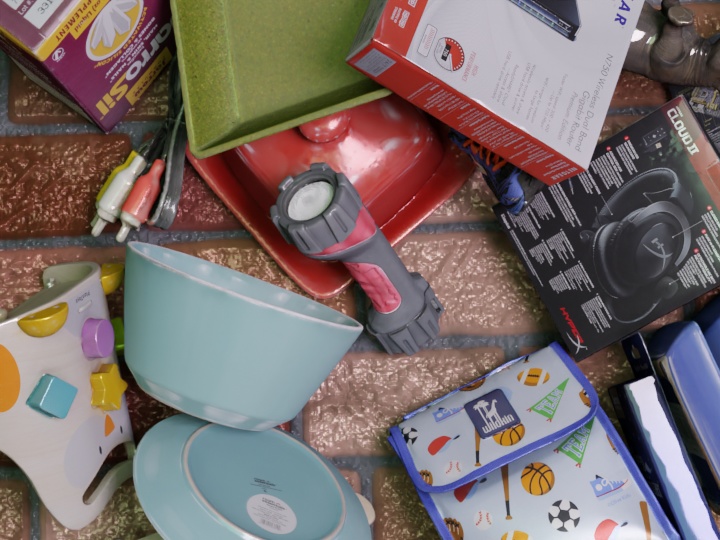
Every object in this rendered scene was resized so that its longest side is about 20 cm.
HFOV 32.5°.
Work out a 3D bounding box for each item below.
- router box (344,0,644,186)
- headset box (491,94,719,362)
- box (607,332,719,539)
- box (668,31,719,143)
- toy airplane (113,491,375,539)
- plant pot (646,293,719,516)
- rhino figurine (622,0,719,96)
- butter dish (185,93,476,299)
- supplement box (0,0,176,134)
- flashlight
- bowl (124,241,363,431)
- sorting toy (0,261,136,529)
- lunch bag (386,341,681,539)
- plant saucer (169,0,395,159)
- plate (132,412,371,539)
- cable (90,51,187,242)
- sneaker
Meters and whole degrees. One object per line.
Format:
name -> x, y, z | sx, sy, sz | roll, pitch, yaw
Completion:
router box -> 0.106, -0.191, 0.871 | 0.179, 0.049, 0.201 | 28, 69, -17
headset box -> 0.233, -0.038, 1.015 | 0.199, 0.077, 0.149 | -31, 82, 15
box -> 0.242, 0.151, 0.994 | 0.032, 0.121, 0.201 | -20, 82, 3
box -> 0.348, -0.134, 0.998 | 0.049, 0.200, 0.162 | -13, 81, -32
toy airplane -> -0.110, 0.231, 0.996 | 0.199, 0.142, 0.199 | 19, 44, 12
plant pot -> 0.336, 0.095, 0.968 | 0.179, 0.200, 0.201 | -25, 84, 4
rhino figurine -> 0.242, -0.185, 0.983 | 0.199, 0.088, 0.060 | 21, 57, 11
butter dish -> -0.027, -0.112, 1.024 | 0.199, 0.148, 0.200 | -41, 83, -5
supplement box -> -0.231, -0.216, 1.013 | 0.103, 0.200, 0.131 | 37, 84, 10
flashlight -> 0.000, 0.000, 0.987 | 0.067, 0.200, 0.068 | -3, 53, 26
bowl -> -0.107, 0.059, 0.983 | 0.200, 0.201, 0.106 | 19, 93, 4
sorting toy -> -0.230, 0.102, 0.985 | 0.106, 0.200, 0.181 | -11, 105, 19
lunch bag -> 0.135, 0.176, 0.997 | 0.169, 0.124, 0.201 | -26, 68, -3
plant saucer -> -0.055, -0.202, 0.936 | 0.199, 0.048, 0.201 | -13, 81, 34
plate -> -0.077, 0.169, 0.948 | 0.200, 0.200, 0.026 | 32, 116, 5
cable -> -0.171, -0.114, 1.055 | 0.050, 0.097, 0.201 | 21, 91, -36
sneaker -> 0.107, -0.105, 0.997 | 0.078, 0.200, 0.076 | 29, 104, -17
